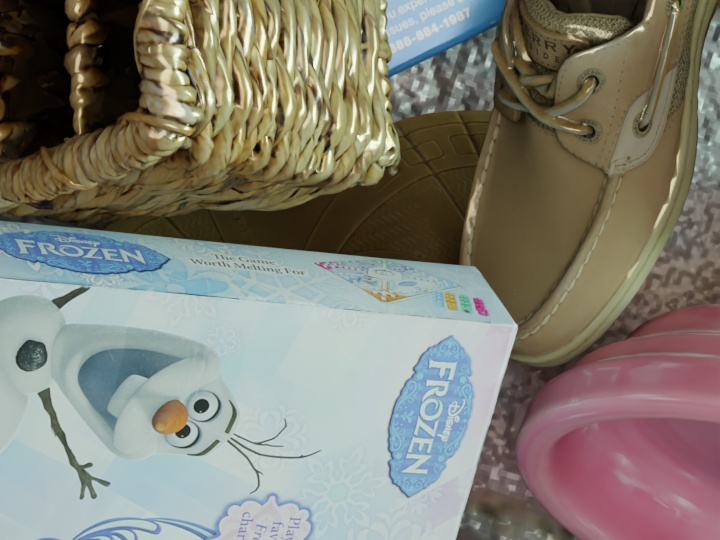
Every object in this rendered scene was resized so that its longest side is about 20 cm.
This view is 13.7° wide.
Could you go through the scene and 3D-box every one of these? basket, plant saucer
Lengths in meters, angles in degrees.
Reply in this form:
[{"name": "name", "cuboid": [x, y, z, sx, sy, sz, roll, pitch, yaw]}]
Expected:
[{"name": "basket", "cuboid": [-0.083, -0.117, 0.828, 0.142, 0.149, 0.201, -5, 87, 23]}, {"name": "plant saucer", "cuboid": [0.150, 0.067, 0.950, 0.200, 0.201, 0.051, 22, 69, -5]}]

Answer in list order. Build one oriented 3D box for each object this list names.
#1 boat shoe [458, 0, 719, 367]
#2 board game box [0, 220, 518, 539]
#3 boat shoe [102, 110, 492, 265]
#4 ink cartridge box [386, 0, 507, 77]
[{"name": "boat shoe", "cuboid": [0.067, -0.068, 0.915, 0.071, 0.064, 0.201, 24, 102, 36]}, {"name": "board game box", "cuboid": [-0.074, 0.086, 0.881, 0.198, 0.043, 0.201, 6, 114, -21]}, {"name": "boat shoe", "cuboid": [0.000, 0.000, 0.993, 0.199, 0.069, 0.071, -11, 61, -20]}, {"name": "ink cartridge box", "cuboid": [-0.055, -0.143, 0.966, 0.146, 0.086, 0.201, -25, 94, -3]}]
